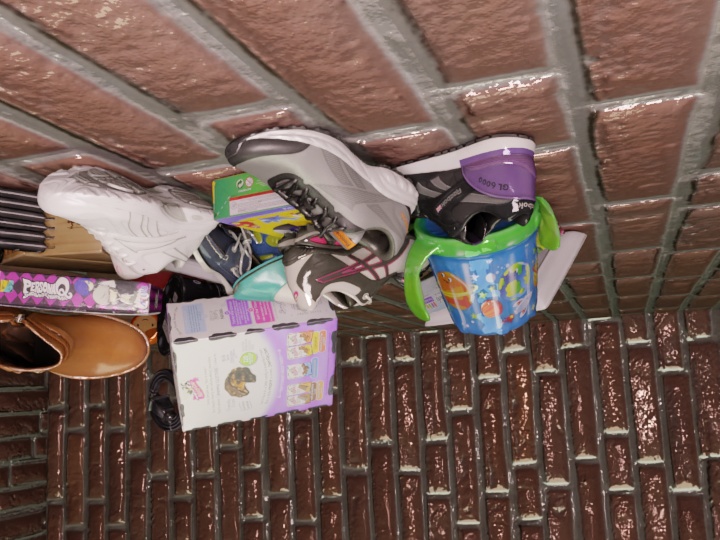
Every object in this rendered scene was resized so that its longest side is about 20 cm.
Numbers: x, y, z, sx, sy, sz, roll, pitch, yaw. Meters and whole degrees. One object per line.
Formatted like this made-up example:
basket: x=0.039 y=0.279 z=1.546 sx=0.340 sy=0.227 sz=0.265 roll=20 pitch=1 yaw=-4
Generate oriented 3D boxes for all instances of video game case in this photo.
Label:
video game case: x=-0.307 y=0.025 z=0.837 sx=0.181 sy=0.036 sz=0.200 roll=5 pitch=177 yaw=-10

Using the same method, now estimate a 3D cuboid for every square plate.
square plate: x=0.208 y=0.005 z=1.152 sx=0.200 sy=0.029 sz=0.198 roll=-12 pitch=-156 yaw=39

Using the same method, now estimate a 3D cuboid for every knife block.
knife block: x=-0.343 y=-0.038 z=0.836 sx=0.175 sy=0.064 sz=0.200 roll=-2 pitch=172 yaw=0

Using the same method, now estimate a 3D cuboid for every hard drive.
hard drive: x=-0.161 y=0.011 z=1.138 sx=0.199 sy=0.027 sz=0.132 roll=13 pitch=-178 yaw=22

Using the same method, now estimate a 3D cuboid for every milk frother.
milk frother: x=-0.201 y=0.128 z=1.156 sx=0.188 sy=0.181 sz=0.200 roll=11 pitch=125 yaw=-29

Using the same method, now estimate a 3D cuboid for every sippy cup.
sippy cup: x=0.136 y=-0.005 z=0.863 sx=0.177 sy=0.131 sz=0.140 roll=-11 pitch=-155 yaw=9

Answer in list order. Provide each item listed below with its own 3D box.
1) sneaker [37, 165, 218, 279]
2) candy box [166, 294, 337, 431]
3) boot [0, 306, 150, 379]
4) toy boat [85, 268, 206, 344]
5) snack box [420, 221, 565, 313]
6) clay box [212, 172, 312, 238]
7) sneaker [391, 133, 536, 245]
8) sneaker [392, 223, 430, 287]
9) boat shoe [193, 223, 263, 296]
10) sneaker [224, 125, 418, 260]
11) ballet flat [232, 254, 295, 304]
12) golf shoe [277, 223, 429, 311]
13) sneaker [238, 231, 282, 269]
sneaker: x=-0.223 y=-0.036 z=0.761 sx=0.078 sy=0.100 sz=0.200 roll=34 pitch=-167 yaw=34
candy box: x=-0.135 y=0.109 z=0.998 sx=0.199 sy=0.072 sz=0.168 roll=-7 pitch=133 yaw=-14
boot: x=-0.303 y=0.073 z=0.801 sx=0.199 sy=0.077 sz=0.155 roll=18 pitch=171 yaw=-23
toy boat: x=-0.327 y=0.048 z=1.209 sx=0.130 sy=0.131 sz=0.200 roll=-7 pitch=170 yaw=24
snack box: x=0.160 y=-0.011 z=1.049 sx=0.142 sy=0.053 sz=0.200 roll=-36 pitch=-179 yaw=-19
clay box: x=-0.051 y=-0.066 z=0.849 sx=0.115 sy=0.048 sz=0.200 roll=-8 pitch=169 yaw=28
sneaker: x=0.083 y=-0.064 z=0.772 sx=0.076 sy=0.088 sz=0.200 roll=4 pitch=169 yaw=-38
sneaker: x=0.076 y=-0.020 z=1.051 sx=0.200 sy=0.084 sz=0.077 roll=-14 pitch=167 yaw=42
boat shoe: x=-0.153 y=-0.017 z=0.957 sx=0.062 sy=0.075 sz=0.200 roll=-18 pitch=140 yaw=9
sneaker: x=-0.029 y=-0.068 z=0.702 sx=0.200 sy=0.080 sz=0.074 roll=21 pitch=159 yaw=-34
ballet flat: x=-0.054 y=0.001 z=0.953 sx=0.200 sy=0.070 sz=0.067 roll=-29 pitch=163 yaw=-25
golf shoe: x=0.000 y=0.000 z=0.866 sx=0.199 sy=0.088 sz=0.077 roll=-1 pitch=168 yaw=-36
sneaker: x=-0.078 y=-0.024 z=1.059 sx=0.199 sy=0.071 sz=0.083 roll=1 pitch=177 yaw=12
